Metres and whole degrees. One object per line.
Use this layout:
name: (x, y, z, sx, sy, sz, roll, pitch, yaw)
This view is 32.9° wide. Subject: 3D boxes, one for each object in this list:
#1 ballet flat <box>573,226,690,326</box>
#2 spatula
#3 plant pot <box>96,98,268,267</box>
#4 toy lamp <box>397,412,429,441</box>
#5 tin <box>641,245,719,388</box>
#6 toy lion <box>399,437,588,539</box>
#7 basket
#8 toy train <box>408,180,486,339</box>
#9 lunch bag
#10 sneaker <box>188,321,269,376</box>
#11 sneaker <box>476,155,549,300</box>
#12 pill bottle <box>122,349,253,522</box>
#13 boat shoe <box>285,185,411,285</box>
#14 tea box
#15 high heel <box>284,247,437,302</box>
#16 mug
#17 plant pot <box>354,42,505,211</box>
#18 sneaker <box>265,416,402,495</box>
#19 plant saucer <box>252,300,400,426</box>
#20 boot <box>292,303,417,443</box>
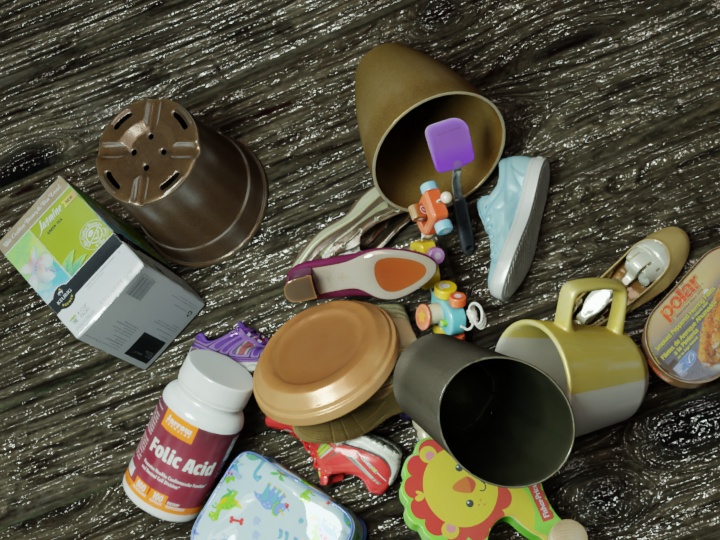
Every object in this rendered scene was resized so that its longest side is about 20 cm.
ballet flat: (0.335, 0.016, 1.525, 0.200, 0.063, 0.069, -45, 65, 0)
spatula: (0.126, -0.103, 1.572, 0.056, 0.201, 0.021, -20, 36, -8)
plant pot: (-0.253, -0.130, 1.678, 0.198, 0.198, 0.202, -5, 71, 16)
toy lamp: (0.100, 0.252, 1.528, 0.058, 0.058, 0.201, -27, 68, 7)
tin: (0.423, 0.055, 1.475, 0.112, 0.042, 0.200, 44, 75, 11)
toy lion: (0.148, 0.282, 1.461, 0.190, 0.069, 0.201, -17, 66, -13)
basket: (0.126, 0.149, 1.405, 0.179, 0.200, 0.137, 31, 88, -22)
toy train: (0.093, -0.003, 1.560, 0.055, 0.150, 0.202, -12, 72, -18)
lunch bag: (-0.107, 0.338, 1.551, 0.199, 0.082, 0.162, 28, 82, 23)
sneaker: (-0.143, 0.109, 1.637, 0.198, 0.081, 0.084, 0, 68, 18)
sneaker: (0.187, -0.057, 1.594, 0.081, 0.074, 0.202, 9, 68, 27)
pill bottle: (-0.219, 0.212, 1.574, 0.114, 0.114, 0.201, 33, 107, 23)
boat shoe: (-0.013, -0.028, 1.633, 0.202, 0.075, 0.075, -47, 54, -1)
tea box: (-0.351, 0.007, 1.664, 0.197, 0.200, 0.134, 42, 89, 23)
high heel: (0.000, 0.000, 1.560, 0.198, 0.096, 0.068, -5, 101, 6)
mug: (0.267, 0.118, 1.445, 0.152, 0.187, 0.150, -3, 55, -29)
plant pot: (0.069, -0.213, 1.625, 0.185, 0.187, 0.201, -32, 47, 5)
sneaker: (-0.045, 0.232, 1.572, 0.198, 0.077, 0.086, 20, 89, 24)
plant saucer: (-0.048, 0.106, 1.518, 0.198, 0.038, 0.201, -18, 36, 14)
boot: (-0.009, 0.126, 1.557, 0.198, 0.073, 0.156, -25, 41, -3)
